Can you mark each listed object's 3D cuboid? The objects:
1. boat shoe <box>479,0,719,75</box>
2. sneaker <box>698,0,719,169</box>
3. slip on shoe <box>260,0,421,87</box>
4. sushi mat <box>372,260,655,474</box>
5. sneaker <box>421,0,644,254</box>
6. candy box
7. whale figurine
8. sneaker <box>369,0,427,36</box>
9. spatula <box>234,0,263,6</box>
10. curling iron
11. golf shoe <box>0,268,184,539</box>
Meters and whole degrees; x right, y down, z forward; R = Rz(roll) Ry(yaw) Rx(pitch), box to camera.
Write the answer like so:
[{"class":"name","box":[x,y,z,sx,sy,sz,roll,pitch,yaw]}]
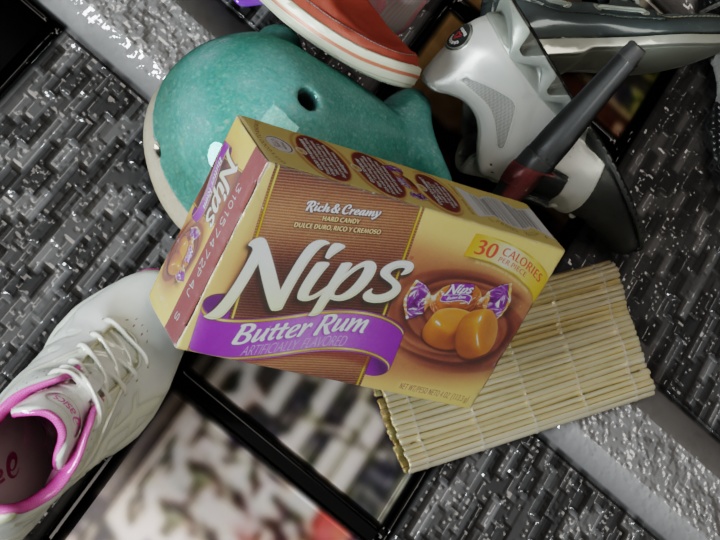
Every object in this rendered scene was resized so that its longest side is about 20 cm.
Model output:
[{"class":"boat shoe","box":[0.169,-0.169,1.052,0.200,0.073,0.062,-6,80,-23]},{"class":"sneaker","box":[0.294,-0.150,1.119,0.080,0.074,0.201,16,71,-37]},{"class":"slip on shoe","box":[-0.035,-0.184,0.913,0.200,0.061,0.074,47,15,8]},{"class":"sushi mat","box":[0.095,0.057,0.976,0.200,0.012,0.096,-13,81,-30]},{"class":"sneaker","box":[0.109,-0.077,0.998,0.088,0.074,0.200,-33,116,10]},{"class":"candy box","box":[0.000,0.000,0.850,0.200,0.117,0.056,15,25,-34]},{"class":"whale figurine","box":[-0.024,-0.078,0.904,0.200,0.104,0.159,-3,71,-33]},{"class":"sneaker","box":[0.015,-0.251,0.981,0.075,0.105,0.201,-1,73,-25]},{"class":"spatula","box":[-0.116,-0.184,0.940,0.200,0.021,0.057,-8,72,-28]},{"class":"curling iron","box":[0.108,-0.055,0.943,0.200,0.050,0.026,-53,140,4]},{"class":"golf shoe","box":[-0.146,0.070,0.805,0.075,0.092,0.200,43,59,-8]}]
